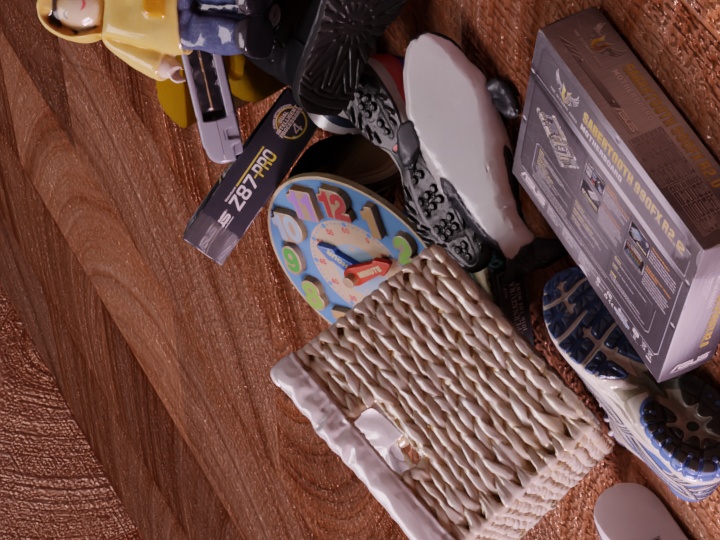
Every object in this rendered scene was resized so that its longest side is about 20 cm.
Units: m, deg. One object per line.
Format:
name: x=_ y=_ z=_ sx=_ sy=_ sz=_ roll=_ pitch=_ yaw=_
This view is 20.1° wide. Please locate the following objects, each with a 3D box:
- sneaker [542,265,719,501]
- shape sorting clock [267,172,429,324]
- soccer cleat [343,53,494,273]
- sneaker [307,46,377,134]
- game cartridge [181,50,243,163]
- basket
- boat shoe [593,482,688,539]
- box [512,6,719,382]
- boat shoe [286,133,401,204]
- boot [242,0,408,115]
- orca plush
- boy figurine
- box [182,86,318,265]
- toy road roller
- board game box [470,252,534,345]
sneaker: x=0.190 y=0.084 z=1.436 sx=0.201 sy=0.077 sz=0.085 roll=57 pitch=164 yaw=31
shape sorting clock: x=0.000 y=0.000 z=1.741 sx=0.199 sy=0.039 sz=0.201 roll=28 pitch=140 yaw=25
soccer cleat: x=0.059 y=-0.090 z=1.620 sx=0.201 sy=0.073 sz=0.068 roll=57 pitch=135 yaw=15
sneaker: x=-0.032 y=-0.214 z=1.748 sx=0.201 sy=0.076 sz=0.081 roll=59 pitch=142 yaw=24
game cartridge: x=-0.138 y=-0.201 z=1.730 sx=0.133 sy=0.041 sz=0.201 roll=-122 pitch=18 yaw=-72
basket: x=0.068 y=0.107 z=1.522 sx=0.198 sy=0.161 sz=0.200 roll=48 pitch=-176 yaw=16
boat shoe: x=0.233 y=0.251 z=1.516 sx=0.200 sy=0.072 sz=0.066 roll=54 pitch=162 yaw=39
box: x=0.177 y=-0.050 z=1.348 sx=0.201 sy=0.048 sz=0.159 roll=57 pitch=159 yaw=28
boat shoe: x=0.005 y=-0.081 z=1.803 sx=0.072 sy=0.072 sz=0.200 roll=41 pitch=158 yaw=-19
boot: x=-0.038 y=-0.230 z=1.647 sx=0.166 sy=0.065 sz=0.200 roll=-60 pitch=29 yaw=11
orca plush: x=0.100 y=-0.090 z=1.547 sx=0.105 sy=0.071 sz=0.200 roll=-46 pitch=72 yaw=22
boy figurine: x=-0.166 y=-0.214 z=1.620 sx=0.064 sy=0.198 sz=0.125 roll=-22 pitch=-63 yaw=-67
box: x=-0.096 y=-0.088 z=1.840 sx=0.049 sy=0.162 sz=0.200 roll=34 pitch=-177 yaw=-5
toy road roller: x=-0.106 y=-0.201 z=1.879 sx=0.146 sy=0.123 sz=0.201 roll=45 pitch=153 yaw=26
board game box: x=0.106 y=0.056 z=1.713 sx=0.135 sy=0.028 sz=0.201 roll=43 pitch=150 yaw=54
